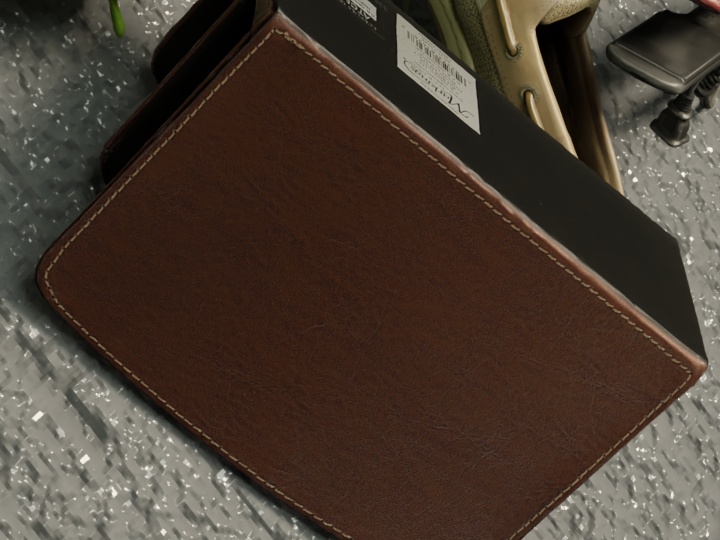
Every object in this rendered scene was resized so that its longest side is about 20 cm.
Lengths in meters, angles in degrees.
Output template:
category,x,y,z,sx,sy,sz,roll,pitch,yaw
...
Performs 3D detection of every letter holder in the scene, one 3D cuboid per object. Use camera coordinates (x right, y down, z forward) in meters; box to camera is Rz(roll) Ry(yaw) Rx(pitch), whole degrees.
category,x,y,z,sx,sy,sz,roll,pitch,yaw
letter holder,0.000,0.000,0.941,0.200,0.142,0.101,38,21,-18

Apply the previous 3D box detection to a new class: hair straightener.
category,x,y,z,sx,sy,sz,roll,pitch,yaw
hair straightener,0.131,-0.092,1.071,0.041,0.077,0.200,28,16,7

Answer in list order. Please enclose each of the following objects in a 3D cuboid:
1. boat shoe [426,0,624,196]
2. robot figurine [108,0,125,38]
category,x,y,z,sx,sy,sz,roll,pitch,yaw
boat shoe,0.064,-0.106,1.016,0.071,0.064,0.201,-12,93,-59
robot figurine,-0.093,-0.185,0.909,0.175,0.115,0.201,13,78,-74
